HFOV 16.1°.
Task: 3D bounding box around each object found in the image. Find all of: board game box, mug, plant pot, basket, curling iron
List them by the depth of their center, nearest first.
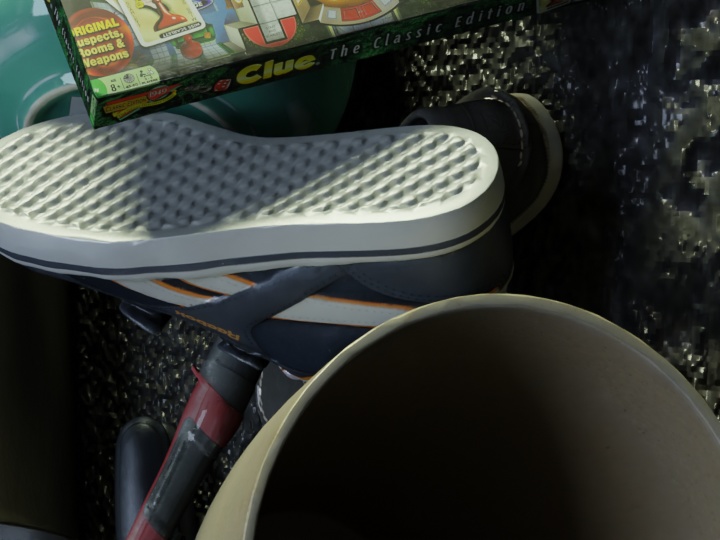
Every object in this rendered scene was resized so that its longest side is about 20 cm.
[{"bbox_3d":[0.011,0.118,0.881,0.200,0.186,0.189,155,110,-64],"label":"plant pot"},{"bbox_3d":[-0.014,-0.120,0.886,0.024,0.199,0.105,100,150,-57],"label":"board game box"},{"bbox_3d":[-0.054,0.050,0.946,0.050,0.025,0.201,66,-134,-83],"label":"curling iron"},{"bbox_3d":[-0.066,-0.085,0.975,0.151,0.185,0.115,-15,51,34],"label":"mug"},{"bbox_3d":[-0.193,0.021,1.150,0.135,0.180,0.202,-2,77,16],"label":"basket"}]

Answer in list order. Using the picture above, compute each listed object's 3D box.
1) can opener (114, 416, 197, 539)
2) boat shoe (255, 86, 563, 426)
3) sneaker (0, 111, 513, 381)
[{"bbox_3d":[-0.080,0.162,1.082,0.063,0.078,0.201,83,178,-74],"label":"can opener"},{"bbox_3d":[0.000,0.000,0.971,0.200,0.057,0.067,-50,53,39],"label":"boat shoe"},{"bbox_3d":[-0.043,-0.005,0.891,0.199,0.079,0.080,4,132,20],"label":"sneaker"}]
